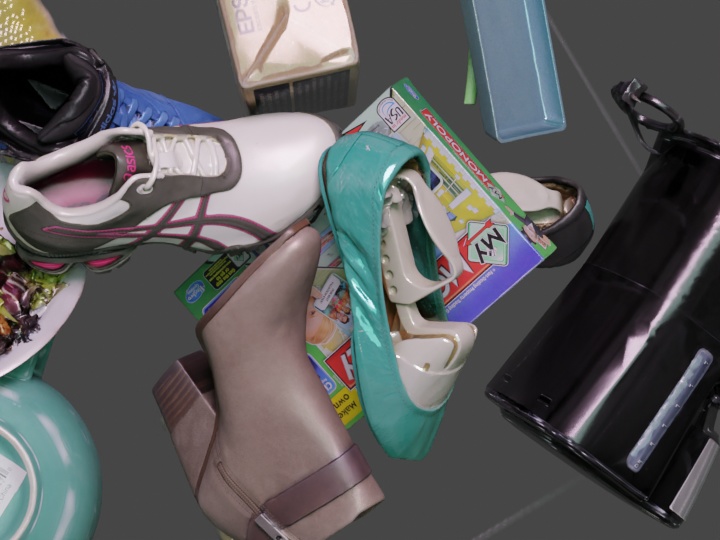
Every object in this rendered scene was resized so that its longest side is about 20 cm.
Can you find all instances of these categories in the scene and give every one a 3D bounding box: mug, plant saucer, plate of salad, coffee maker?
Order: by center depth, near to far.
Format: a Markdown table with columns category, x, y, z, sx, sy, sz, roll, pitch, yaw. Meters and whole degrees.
| category | x | y | z | sx | sy | sz | roll | pitch | yaw |
| --- | --- | --- | --- | --- | --- | --- | --- | --- | --- |
| plate of salad | -0.259 | -0.004 | 1.301 | 0.200 | 0.048 | 0.200 | -2 | 46 | 2 |
| mug | -0.232 | 0.113 | 1.306 | 0.152 | 0.114 | 0.185 | -14 | 87 | -5 |
| coffee maker | 0.168 | 0.025 | 1.330 | 0.192 | 0.135 | 0.200 | 37 | 85 | -3 |
| plant saucer | 0.084 | -0.180 | 1.374 | 0.070 | 0.019 | 0.200 | -14 | 94 | -45 |

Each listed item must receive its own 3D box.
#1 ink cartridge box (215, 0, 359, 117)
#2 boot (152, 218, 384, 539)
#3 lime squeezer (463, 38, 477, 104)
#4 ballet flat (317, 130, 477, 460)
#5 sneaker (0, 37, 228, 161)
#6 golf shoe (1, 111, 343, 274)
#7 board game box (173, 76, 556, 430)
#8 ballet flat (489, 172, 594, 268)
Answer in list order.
| category | x | y | z | sx | sy | sz | roll | pitch | yaw |
| --- | --- | --- | --- | --- | --- | --- | --- | --- | --- |
| ink cartridge box | -0.057 | -0.197 | 1.319 | 0.075 | 0.165 | 0.200 | -14 | 86 | -3 |
| boot | -0.039 | 0.083 | 1.302 | 0.146 | 0.200 | 0.070 | 50 | 43 | 12 |
| lime squeezer | 0.047 | -0.206 | 1.391 | 0.071 | 0.038 | 0.200 | -30 | 90 | -9 |
| ballet flat | 0.028 | 0.019 | 1.259 | 0.067 | 0.070 | 0.200 | -28 | 111 | -47 |
| sneaker | -0.145 | -0.081 | 1.331 | 0.200 | 0.111 | 0.077 | 20 | 84 | -2 |
| golf shoe | -0.103 | -0.049 | 1.257 | 0.200 | 0.088 | 0.077 | -16 | 71 | -4 |
| board game box | 0.000 | 0.000 | 1.324 | 0.135 | 0.029 | 0.200 | 48 | 116 | 2 |
| ballet flat | 0.045 | -0.042 | 1.360 | 0.200 | 0.068 | 0.068 | 0 | 61 | -5 |
